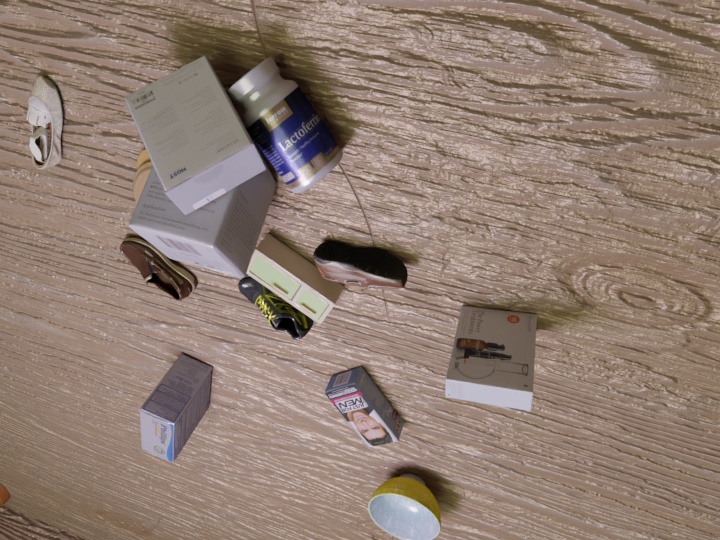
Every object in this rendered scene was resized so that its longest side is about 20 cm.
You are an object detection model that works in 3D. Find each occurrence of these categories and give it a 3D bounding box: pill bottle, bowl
[{"bbox_3d":[-0.127,-0.244,0.898,0.114,0.117,0.201,-24,113,33],"label":"pill bottle"},{"bbox_3d":[0.127,0.614,1.416,0.195,0.108,0.204,11,128,14],"label":"bowl"}]

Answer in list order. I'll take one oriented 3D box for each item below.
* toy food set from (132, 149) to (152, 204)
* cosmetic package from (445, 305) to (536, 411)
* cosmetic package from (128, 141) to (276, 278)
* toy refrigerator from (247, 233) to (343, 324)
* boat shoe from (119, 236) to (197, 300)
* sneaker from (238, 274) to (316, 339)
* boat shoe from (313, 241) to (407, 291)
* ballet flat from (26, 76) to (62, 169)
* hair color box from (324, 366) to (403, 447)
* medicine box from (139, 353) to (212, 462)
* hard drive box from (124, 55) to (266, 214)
[{"bbox_3d":[-0.396,-0.144,1.121,0.197,0.049,0.200,29,130,-1],"label":"toy food set"},{"bbox_3d":[0.245,0.154,0.979,0.147,0.202,0.053,7,128,16],"label":"cosmetic package"},{"bbox_3d":[-0.272,-0.122,0.954,0.163,0.205,0.167,14,164,11],"label":"cosmetic package"},{"bbox_3d":[-0.141,0.020,1.123,0.198,0.070,0.076,35,129,-6],"label":"toy refrigerator"},{"bbox_3d":[-0.483,-0.002,1.240,0.200,0.075,0.075,31,130,-2],"label":"boat shoe"},{"bbox_3d":[-0.188,0.079,1.174,0.197,0.085,0.075,28,129,1],"label":"sneaker"},{"bbox_3d":[0.000,0.000,1.057,0.196,0.076,0.075,16,135,21],"label":"boat shoe"},{"bbox_3d":[-0.661,-0.299,1.107,0.066,0.063,0.203,23,129,4],"label":"ballet flat"},{"bbox_3d":[0.011,0.335,1.294,0.098,0.061,0.202,-22,114,32],"label":"hair color box"},{"bbox_3d":[-0.493,0.368,1.428,0.101,0.201,0.185,21,129,5],"label":"medicine box"},{"bbox_3d":[-0.267,-0.221,0.857,0.153,0.203,0.077,-28,159,-4],"label":"hard drive box"}]
